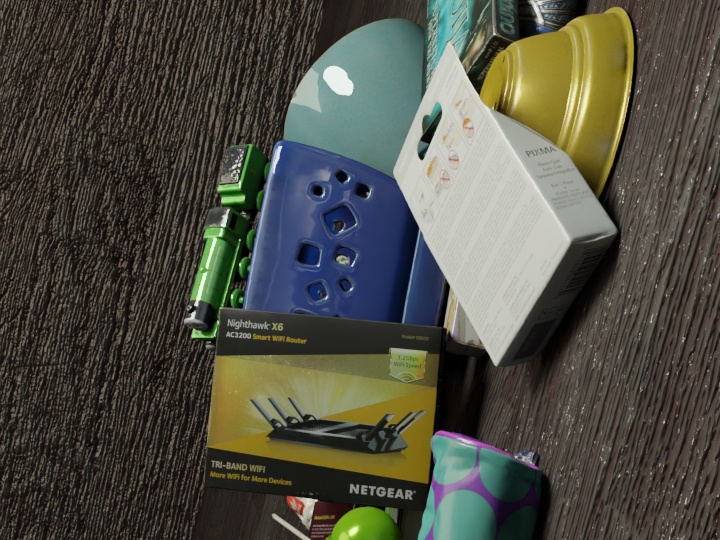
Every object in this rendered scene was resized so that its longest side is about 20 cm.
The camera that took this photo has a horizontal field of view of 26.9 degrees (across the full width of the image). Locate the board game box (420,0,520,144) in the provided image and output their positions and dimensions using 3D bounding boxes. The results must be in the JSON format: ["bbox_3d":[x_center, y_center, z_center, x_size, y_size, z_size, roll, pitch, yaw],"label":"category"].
[{"bbox_3d":[0.095,-0.222,1.326,0.135,0.028,0.201,126,156,-44],"label":"board game box"}]

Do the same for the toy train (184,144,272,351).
[{"bbox_3d":[-0.121,-0.025,1.390,0.042,0.056,0.201,-3,63,34],"label":"toy train"}]

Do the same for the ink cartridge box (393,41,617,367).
[{"bbox_3d":[0.103,-0.052,1.154,0.201,0.047,0.160,63,150,28],"label":"ink cartridge box"}]

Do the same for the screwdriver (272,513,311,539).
[{"bbox_3d":[-0.046,0.270,1.477,0.200,0.029,0.028,21,89,54],"label":"screwdriver"}]

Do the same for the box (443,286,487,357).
[{"bbox_3d":[0.109,-0.023,1.360,0.041,0.038,0.201,134,148,-71],"label":"box"}]

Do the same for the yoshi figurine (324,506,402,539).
[{"bbox_3d":[0.011,0.271,1.237,0.112,0.112,0.200,-38,36,8],"label":"yoshi figurine"}]

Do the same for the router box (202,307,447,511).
[{"bbox_3d":[-0.030,0.118,1.311,0.052,0.199,0.158,19,-105,-81],"label":"router box"}]

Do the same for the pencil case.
[{"bbox_3d":[0.073,0.223,1.094,0.092,0.085,0.201,3,78,64],"label":"pencil case"}]

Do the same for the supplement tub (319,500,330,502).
[{"bbox_3d":[-0.016,0.158,1.515,0.200,0.122,0.123,-10,-66,-83],"label":"supplement tub"}]

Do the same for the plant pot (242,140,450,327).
[{"bbox_3d":[0.000,0.000,1.442,0.200,0.179,0.201,36,-115,-82],"label":"plant pot"}]

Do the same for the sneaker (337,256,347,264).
[{"bbox_3d":[0.004,0.019,1.732,0.077,0.088,0.201,-49,27,44],"label":"sneaker"}]

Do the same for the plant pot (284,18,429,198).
[{"bbox_3d":[0.039,-0.143,1.588,0.135,0.199,0.201,48,134,32],"label":"plant pot"}]

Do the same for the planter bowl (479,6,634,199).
[{"bbox_3d":[0.139,-0.119,1.191,0.200,0.083,0.202,-167,90,-81],"label":"planter bowl"}]

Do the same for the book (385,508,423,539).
[{"bbox_3d":[0.039,0.271,1.372,0.134,0.048,0.201,118,162,-71],"label":"book"}]

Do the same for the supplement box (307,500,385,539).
[{"bbox_3d":[-0.019,0.332,1.504,0.109,0.061,0.201,-20,56,64],"label":"supplement box"}]

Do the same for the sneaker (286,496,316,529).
[{"bbox_3d":[-0.038,0.278,1.641,0.071,0.093,0.201,114,166,-46],"label":"sneaker"}]

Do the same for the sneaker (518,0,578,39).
[{"bbox_3d":[0.136,-0.199,1.350,0.200,0.077,0.086,128,149,-69],"label":"sneaker"}]
